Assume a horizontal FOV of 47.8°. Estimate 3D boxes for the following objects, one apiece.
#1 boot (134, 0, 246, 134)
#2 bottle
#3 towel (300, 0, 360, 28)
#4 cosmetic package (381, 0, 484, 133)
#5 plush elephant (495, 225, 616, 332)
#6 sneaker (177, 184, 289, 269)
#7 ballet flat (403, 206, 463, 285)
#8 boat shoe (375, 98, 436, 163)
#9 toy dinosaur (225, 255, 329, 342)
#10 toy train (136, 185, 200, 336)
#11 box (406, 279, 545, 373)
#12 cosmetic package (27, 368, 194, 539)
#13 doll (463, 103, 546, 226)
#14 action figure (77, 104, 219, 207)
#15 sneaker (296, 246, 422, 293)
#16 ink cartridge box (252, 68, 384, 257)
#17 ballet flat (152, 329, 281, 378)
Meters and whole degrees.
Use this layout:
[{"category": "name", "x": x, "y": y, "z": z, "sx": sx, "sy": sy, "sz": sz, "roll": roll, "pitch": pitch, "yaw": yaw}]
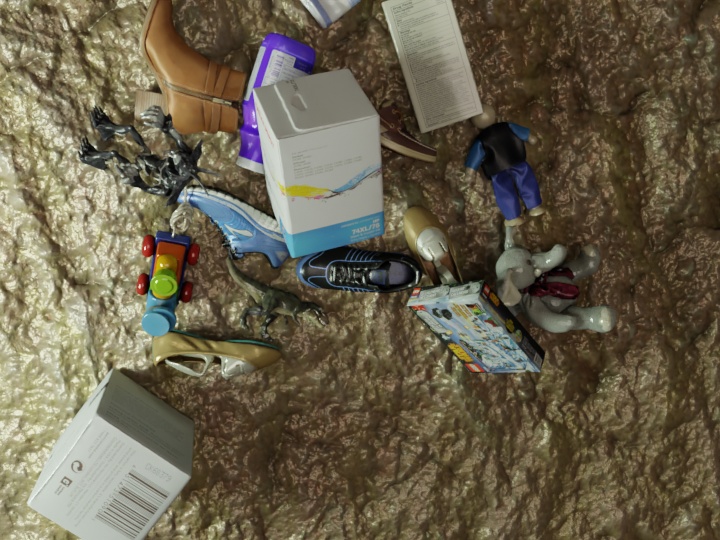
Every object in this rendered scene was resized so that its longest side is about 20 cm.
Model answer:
[{"category": "boot", "x": -0.242, "y": -0.298, "z": 1.182, "sx": 0.154, "sy": 0.077, "sz": 0.202, "roll": 6, "pitch": 102, "yaw": -9}, {"category": "bottle", "x": -0.133, "y": -0.247, "z": 1.215, "sx": 0.083, "sy": 0.065, "sz": 0.202, "roll": 14, "pitch": 99, "yaw": -33}, {"category": "towel", "x": -0.027, "y": -0.480, "z": 1.215, "sx": 0.200, "sy": 0.024, "sz": 0.147, "roll": -40, "pitch": 105, "yaw": -1}, {"category": "cosmetic package", "x": 0.112, "y": -0.320, "z": 1.228, "sx": 0.103, "sy": 0.073, "sz": 0.202, "roll": -15, "pitch": 100, "yaw": 11}, {"category": "plush elephant", "x": 0.281, "y": 0.009, "z": 1.275, "sx": 0.198, "sy": 0.166, "sz": 0.155, "roll": -14, "pitch": 138, "yaw": 26}, {"category": "sneaker", "x": -0.192, "y": -0.064, "z": 1.236, "sx": 0.199, "sy": 0.079, "sz": 0.090, "roll": 29, "pitch": 92, "yaw": -14}, {"category": "ballet flat", "x": 0.131, "y": -0.012, "z": 1.309, "sx": 0.068, "sy": 0.063, "sz": 0.201, "roll": -29, "pitch": 104, "yaw": -6}, {"category": "boat shoe", "x": 0.037, "y": -0.230, "z": 1.251, "sx": 0.199, "sy": 0.072, "sz": 0.072, "roll": 25, "pitch": 97, "yaw": -7}, {"category": "toy dinosaur", "x": -0.147, "y": 0.059, "z": 1.275, "sx": 0.199, "sy": 0.047, "sz": 0.089, "roll": 30, "pitch": 84, "yaw": -27}, {"category": "toy train", "x": -0.280, "y": -0.011, "z": 1.183, "sx": 0.084, "sy": 0.116, "sz": 0.201, "roll": 10, "pitch": 121, "yaw": -12}, {"category": "box", "x": 0.183, "y": 0.093, "z": 1.275, "sx": 0.200, "sy": 0.136, "sz": 0.040, "roll": 46, "pitch": 53, "yaw": -34}, {"category": "cosmetic package", "x": -0.359, "y": 0.282, "z": 1.207, "sx": 0.165, "sy": 0.200, "sz": 0.165, "roll": 38, "pitch": 92, "yaw": -15}, {"category": "doll", "x": 0.226, "y": -0.172, "z": 1.304, "sx": 0.136, "sy": 0.048, "sz": 0.201, "roll": -26, "pitch": 104, "yaw": -5}, {"category": "action figure", "x": -0.304, "y": -0.164, "z": 1.150, "sx": 0.198, "sy": 0.102, "sz": 0.120, "roll": 18, "pitch": 74, "yaw": 14}, {"category": "sneaker", "x": 0.000, "y": 0.000, "z": 1.281, "sx": 0.198, "sy": 0.078, "sz": 0.071, "roll": -2, "pitch": 101, "yaw": -10}, {"category": "ink cartridge box", "x": -0.058, "y": -0.153, "z": 1.151, "sx": 0.145, "sy": 0.147, "sz": 0.201, "roll": -14, "pitch": 133, "yaw": -11}, {"category": "ballet flat", "x": -0.225, "y": 0.138, "z": 1.264, "sx": 0.198, "sy": 0.069, "sz": 0.064, "roll": 9, "pitch": 63, "yaw": -5}]
